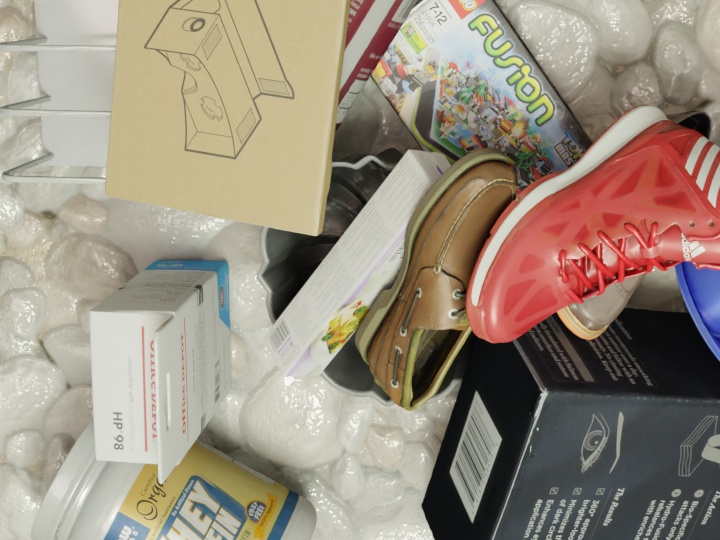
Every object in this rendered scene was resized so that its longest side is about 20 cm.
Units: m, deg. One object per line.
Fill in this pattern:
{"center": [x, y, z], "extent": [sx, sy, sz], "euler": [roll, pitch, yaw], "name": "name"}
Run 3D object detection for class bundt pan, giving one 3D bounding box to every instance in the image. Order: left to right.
{"center": [0.025, -0.003, 0.882], "extent": [0.199, 0.076, 0.205], "euler": [8, 116, 16], "name": "bundt pan"}

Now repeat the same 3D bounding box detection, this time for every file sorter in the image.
{"center": [-0.197, -0.171, 0.863], "extent": [0.137, 0.125, 0.203], "euler": [2, 103, 6], "name": "file sorter"}

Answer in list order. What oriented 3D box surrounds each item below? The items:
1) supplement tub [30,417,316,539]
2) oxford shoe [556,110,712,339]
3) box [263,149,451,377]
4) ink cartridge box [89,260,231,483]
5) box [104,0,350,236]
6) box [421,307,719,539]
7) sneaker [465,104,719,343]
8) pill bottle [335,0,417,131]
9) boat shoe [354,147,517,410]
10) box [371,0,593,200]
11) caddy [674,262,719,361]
{"center": [-0.150, 0.211, 0.936], "extent": [0.198, 0.145, 0.146], "euler": [28, 105, 0], "name": "supplement tub"}
{"center": [0.192, -0.041, 0.808], "extent": [0.071, 0.201, 0.073], "euler": [37, 149, -15], "name": "oxford shoe"}
{"center": [0.000, 0.000, 0.819], "extent": [0.201, 0.038, 0.042], "euler": [-52, 55, 30], "name": "box"}
{"center": [-0.154, 0.070, 0.874], "extent": [0.066, 0.200, 0.118], "euler": [2, 104, 7], "name": "ink cartridge box"}
{"center": [-0.091, -0.136, 0.773], "extent": [0.161, 0.021, 0.203], "euler": [10, 103, 13], "name": "box"}
{"center": [0.171, 0.138, 0.838], "extent": [0.197, 0.118, 0.199], "euler": [5, 120, -19], "name": "box"}
{"center": [0.163, -0.017, 0.721], "extent": [0.200, 0.115, 0.079], "euler": [-48, 135, -10], "name": "sneaker"}
{"center": [-0.042, -0.167, 0.826], "extent": [0.114, 0.114, 0.201], "euler": [34, 107, -2], "name": "pill bottle"}
{"center": [0.063, 0.012, 0.778], "extent": [0.071, 0.068, 0.201], "euler": [-6, 137, -31], "name": "boat shoe"}
{"center": [0.097, -0.119, 0.882], "extent": [0.110, 0.035, 0.201], "euler": [-35, 96, 15], "name": "box"}
{"center": [0.291, 0.004, 0.801], "extent": [0.142, 0.200, 0.105], "euler": [48, 130, -2], "name": "caddy"}
